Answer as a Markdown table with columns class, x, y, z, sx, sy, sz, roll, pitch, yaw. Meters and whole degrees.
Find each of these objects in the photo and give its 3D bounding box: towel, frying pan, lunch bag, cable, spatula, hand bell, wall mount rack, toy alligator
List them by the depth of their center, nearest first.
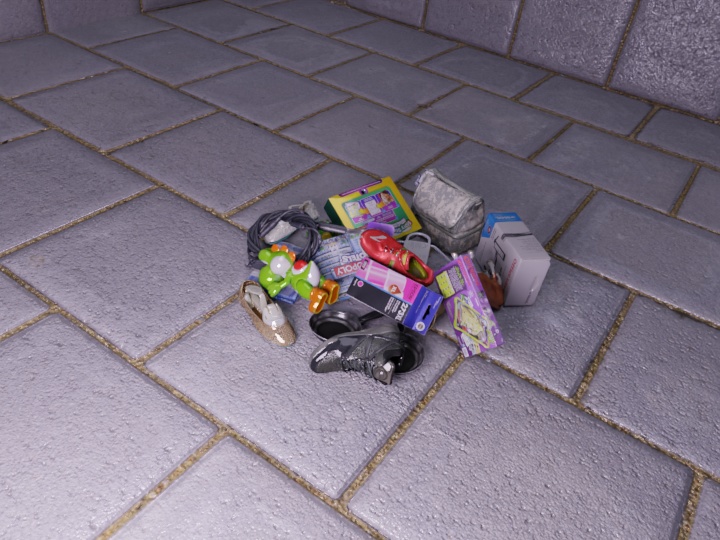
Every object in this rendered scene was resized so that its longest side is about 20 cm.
| class | x | y | z | sx | sy | sz | roll | pitch | yaw |
| --- | --- | --- | --- | --- | --- | --- | --- | --- | --- |
| frying pan | 0.069 | 0.152 | 1.331 | 0.114 | 0.031 | 0.191 | -8 | 42 | -13 |
| frying pan | -0.034 | 0.111 | 1.362 | 0.115 | 0.031 | 0.190 | 27 | 33 | 25 |
| hand bell | 0.198 | 0.072 | 1.443 | 0.199 | 0.105 | 0.104 | -11 | 40 | -42 |
| spatula | -0.021 | -0.093 | 1.463 | 0.199 | 0.021 | 0.057 | 9 | 80 | 17 |
| cable | -0.180 | -0.075 | 1.487 | 0.199 | 0.051 | 0.164 | -5 | 59 | 21 |
| towel | -0.179 | 0.000 | 1.499 | 0.146 | 0.024 | 0.200 | 18 | 38 | 13 |
| wall mount rack | 0.161 | -0.011 | 1.544 | 0.172 | 0.075 | 0.200 | 9 | 37 | 7 |
| toy alligator | -0.043 | -0.109 | 1.640 | 0.198 | 0.055 | 0.059 | 1 | 38 | -9 |
| lunch bag | 0.235 | -0.166 | 1.676 | 0.139 | 0.169 | 0.200 | -21 | 45 | -34 |

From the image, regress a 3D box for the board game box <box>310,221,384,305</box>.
| class | x | y | z | sx | sy | sz | roll | pitch | yaw |
| --- | --- | --- | --- | --- | --- | --- | --- | --- | --- |
| board game box | 0.000 | 0.000 | 1.462 | 0.199 | 0.062 | 0.201 | -16 | 62 | -19 |

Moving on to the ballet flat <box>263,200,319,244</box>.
| class | x | y | z | sx | sy | sz | roll | pitch | yaw |
| --- | --- | --- | --- | --- | --- | --- | --- | --- | --- |
| ballet flat | -0.188 | -0.134 | 1.634 | 0.071 | 0.072 | 0.200 | 28 | 39 | 24 |

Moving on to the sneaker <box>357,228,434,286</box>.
| class | x | y | z | sx | sy | sz | roll | pitch | yaw |
| --- | --- | --- | --- | --- | --- | --- | --- | --- | --- |
| sneaker | 0.088 | -0.033 | 1.396 | 0.199 | 0.085 | 0.077 | 34 | 75 | -10 |

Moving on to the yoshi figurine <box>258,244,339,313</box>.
| class | x | y | z | sx | sy | sz | roll | pitch | yaw |
| --- | --- | --- | --- | --- | --- | --- | --- | --- | --- |
| yoshi figurine | -0.152 | 0.028 | 1.390 | 0.199 | 0.113 | 0.112 | 33 | 75 | 20 |

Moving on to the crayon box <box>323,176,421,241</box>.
| class | x | y | z | sx | sy | sz | roll | pitch | yaw |
| --- | --- | --- | --- | --- | --- | --- | --- | --- | --- |
| crayon box | 0.033 | -0.136 | 1.619 | 0.199 | 0.058 | 0.173 | -23 | 75 | -26 |

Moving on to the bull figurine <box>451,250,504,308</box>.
| class | x | y | z | sx | sy | sz | roll | pitch | yaw |
| --- | --- | --- | --- | --- | --- | --- | --- | --- | --- |
| bull figurine | 0.266 | 0.021 | 1.458 | 0.199 | 0.065 | 0.122 | 29 | 51 | -36 |

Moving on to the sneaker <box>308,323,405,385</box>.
| class | x | y | z | sx | sy | sz | roll | pitch | yaw |
| --- | --- | --- | --- | --- | --- | --- | --- | --- | --- |
| sneaker | -0.002 | 0.180 | 1.236 | 0.198 | 0.077 | 0.115 | -12 | 40 | -9 |

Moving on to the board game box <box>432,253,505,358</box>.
| class | x | y | z | sx | sy | sz | roll | pitch | yaw |
| --- | --- | --- | --- | --- | --- | --- | --- | --- | --- |
| board game box | 0.227 | 0.078 | 1.319 | 0.032 | 0.120 | 0.201 | -14 | 78 | -25 |

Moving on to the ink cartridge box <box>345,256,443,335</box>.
| class | x | y | z | sx | sy | sz | roll | pitch | yaw |
| --- | --- | --- | --- | --- | --- | --- | --- | --- | --- |
| ink cartridge box | 0.072 | 0.054 | 1.356 | 0.199 | 0.095 | 0.037 | 27 | -2 | 21 |

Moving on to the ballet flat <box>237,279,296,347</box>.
| class | x | y | z | sx | sy | sz | roll | pitch | yaw |
| --- | --- | --- | --- | --- | --- | --- | --- | --- | --- |
| ballet flat | -0.208 | 0.087 | 1.344 | 0.070 | 0.066 | 0.200 | -26 | 48 | -33 |

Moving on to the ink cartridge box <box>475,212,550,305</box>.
| class | x | y | z | sx | sy | sz | roll | pitch | yaw |
| --- | --- | --- | --- | --- | --- | --- | --- | --- | --- |
| ink cartridge box | 0.373 | -0.030 | 1.542 | 0.084 | 0.147 | 0.201 | -1 | 37 | -15 |
